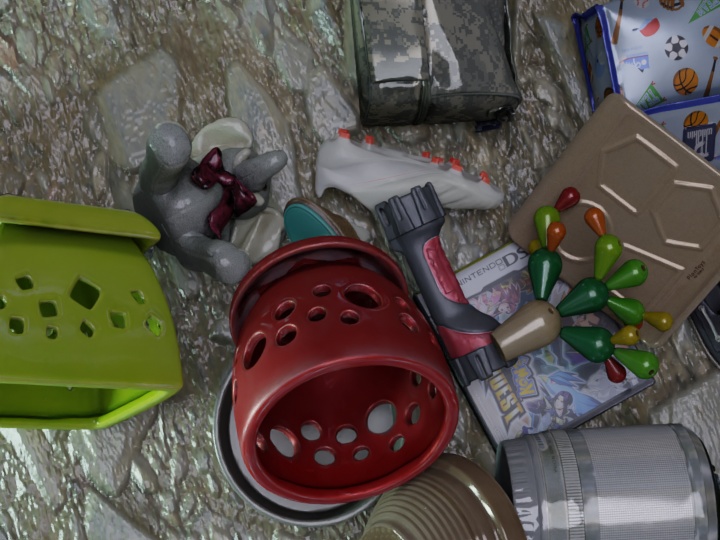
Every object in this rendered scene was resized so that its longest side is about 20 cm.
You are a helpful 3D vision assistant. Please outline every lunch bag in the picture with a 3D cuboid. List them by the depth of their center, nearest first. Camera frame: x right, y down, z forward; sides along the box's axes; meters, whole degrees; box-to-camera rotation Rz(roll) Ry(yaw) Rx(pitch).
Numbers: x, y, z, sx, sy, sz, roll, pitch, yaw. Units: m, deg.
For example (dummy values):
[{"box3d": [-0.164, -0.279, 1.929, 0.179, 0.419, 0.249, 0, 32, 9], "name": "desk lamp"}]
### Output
[{"box3d": [0.076, -0.246, 1.322, 0.166, 0.139, 0.202, -5, 82, -1], "name": "lunch bag"}, {"box3d": [0.327, -0.189, 1.330, 0.168, 0.124, 0.202, -12, 96, -3], "name": "lunch bag"}]

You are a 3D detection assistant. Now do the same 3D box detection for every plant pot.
[{"box3d": [-0.025, 0.087, 1.188, 0.198, 0.202, 0.183, -14, 42, -3], "name": "plant pot"}, {"box3d": [0.060, 0.278, 1.200, 0.092, 0.200, 0.203, -7, 79, -37], "name": "plant pot"}, {"box3d": [-0.298, 0.042, 1.217, 0.198, 0.198, 0.183, 6, 71, -34], "name": "plant pot"}]

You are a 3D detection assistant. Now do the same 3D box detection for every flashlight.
[{"box3d": [0.090, 0.012, 1.282, 0.067, 0.068, 0.202, -21, 88, -43], "name": "flashlight"}]

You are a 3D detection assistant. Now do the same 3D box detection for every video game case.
[{"box3d": [0.178, 0.071, 1.330, 0.180, 0.026, 0.201, -28, 82, -5], "name": "video game case"}]

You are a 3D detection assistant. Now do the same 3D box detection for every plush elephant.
[{"box3d": [-0.140, -0.078, 1.292, 0.154, 0.200, 0.166, -32, 96, -28], "name": "plush elephant"}]

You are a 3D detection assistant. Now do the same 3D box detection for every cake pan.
[{"box3d": [-0.050, 0.157, 1.306, 0.198, 0.037, 0.202, 0, 81, -1], "name": "cake pan"}]

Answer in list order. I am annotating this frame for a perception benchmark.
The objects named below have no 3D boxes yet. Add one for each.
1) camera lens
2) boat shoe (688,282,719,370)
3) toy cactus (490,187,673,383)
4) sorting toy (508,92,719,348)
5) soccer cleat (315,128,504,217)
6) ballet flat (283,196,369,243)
[{"box3d": [0.237, 0.231, 1.237, 0.198, 0.160, 0.162, -2, 81, -1], "name": "camera lens"}, {"box3d": [0.378, 0.046, 1.318, 0.072, 0.063, 0.201, -36, 83, -5], "name": "boat shoe"}, {"box3d": [0.201, 0.032, 1.249, 0.164, 0.102, 0.201, -29, 81, -4], "name": "toy cactus"}, {"box3d": [0.275, -0.049, 1.289, 0.200, 0.036, 0.186, 39, 114, 6], "name": "sorting toy"}, {"box3d": [0.049, -0.088, 1.339, 0.198, 0.069, 0.078, 15, 102, -1], "name": "soccer cleat"}, {"box3d": [0.000, 0.000, 1.318, 0.200, 0.068, 0.072, 51, 43, -1], "name": "ballet flat"}]
